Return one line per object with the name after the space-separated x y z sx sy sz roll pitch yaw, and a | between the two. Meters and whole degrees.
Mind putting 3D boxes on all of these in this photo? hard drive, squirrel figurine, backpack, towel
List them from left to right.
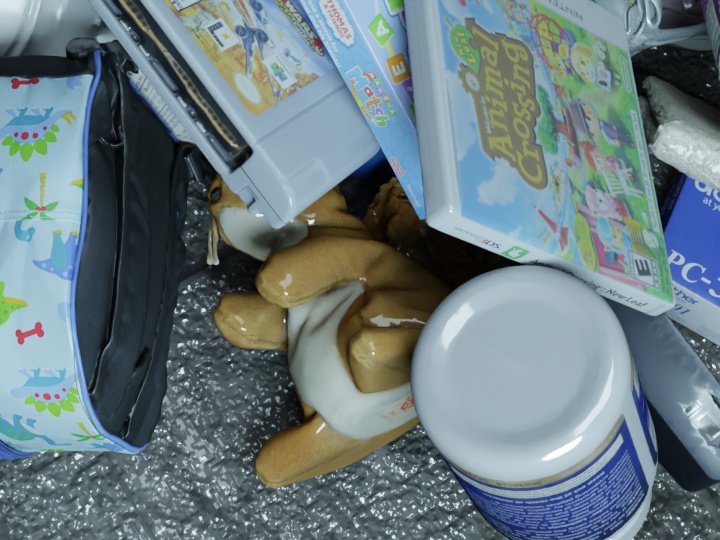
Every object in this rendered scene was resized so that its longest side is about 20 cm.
-0.176 0.000 0.858 0.145 0.183 0.203 -4 70 9 | backpack
0.000 0.000 0.942 0.198 0.142 0.188 -11 60 -33 | squirrel figurine
0.163 0.047 0.949 0.042 0.135 0.201 -35 79 -5 | hard drive
0.238 -0.071 0.999 0.131 0.200 0.035 27 106 0 | towel

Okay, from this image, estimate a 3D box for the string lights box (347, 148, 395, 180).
0.034 -0.116 1.021 0.197 0.059 0.104 2 67 -14 | string lights box

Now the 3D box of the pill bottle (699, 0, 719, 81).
0.269 -0.154 0.956 0.111 0.113 0.202 8 46 -11 | pill bottle

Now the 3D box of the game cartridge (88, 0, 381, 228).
-0.072 -0.128 0.854 0.201 0.041 0.133 53 39 -3 | game cartridge

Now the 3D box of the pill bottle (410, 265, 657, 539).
0.104 0.090 0.864 0.114 0.200 0.117 -8 61 14 | pill bottle

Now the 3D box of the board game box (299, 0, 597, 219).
0.063 -0.148 0.920 0.200 0.036 0.152 -44 111 -38 | board game box

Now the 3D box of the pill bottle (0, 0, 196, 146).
-0.145 -0.145 0.924 0.198 0.114 0.116 13 63 -33 | pill bottle

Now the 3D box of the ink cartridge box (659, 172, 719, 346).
0.284 0.019 1.035 0.198 0.044 0.095 29 62 -1 | ink cartridge box

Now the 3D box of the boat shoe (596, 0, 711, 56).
0.205 -0.187 1.064 0.200 0.065 0.075 -4 73 -36 | boat shoe

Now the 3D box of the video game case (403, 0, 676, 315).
0.098 -0.089 0.865 0.181 0.022 0.202 20 54 -37 | video game case
